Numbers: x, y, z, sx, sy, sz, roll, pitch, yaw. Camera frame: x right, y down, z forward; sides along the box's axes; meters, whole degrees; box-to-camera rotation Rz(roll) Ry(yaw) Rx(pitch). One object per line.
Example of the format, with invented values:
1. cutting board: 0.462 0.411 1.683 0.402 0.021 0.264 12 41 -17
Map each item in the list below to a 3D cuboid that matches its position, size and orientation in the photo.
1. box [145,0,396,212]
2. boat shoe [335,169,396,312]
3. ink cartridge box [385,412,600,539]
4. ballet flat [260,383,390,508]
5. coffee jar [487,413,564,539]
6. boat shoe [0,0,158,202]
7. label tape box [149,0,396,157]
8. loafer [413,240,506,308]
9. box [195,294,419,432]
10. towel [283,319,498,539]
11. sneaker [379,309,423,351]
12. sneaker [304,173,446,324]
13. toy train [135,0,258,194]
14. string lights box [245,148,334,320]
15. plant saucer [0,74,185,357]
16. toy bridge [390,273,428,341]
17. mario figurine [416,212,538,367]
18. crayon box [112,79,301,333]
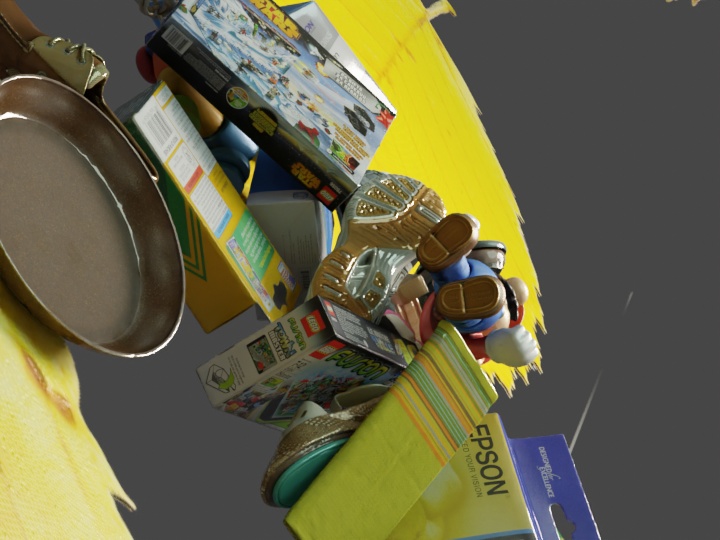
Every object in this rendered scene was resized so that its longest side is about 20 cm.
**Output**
1. box: -0.069 -0.152 1.829 0.200 0.040 0.137 42 31 -9
2. boat shoe: 0.006 0.011 1.996 0.062 0.072 0.202 6 81 -63
3. ink cartridge box: 0.082 0.194 1.713 0.198 0.198 0.047 -107 -170 -47
4. ballet flat: -0.013 0.123 1.688 0.199 0.071 0.065 -13 47 -45
5. coffee jar: 0.118 0.219 1.996 0.201 0.085 0.104 59 11 -1
6. boat shoe: -0.208 -0.127 1.582 0.201 0.074 0.076 58 14 -5
7. label tape box: -0.081 -0.186 2.009 0.200 0.143 0.066 53 56 -28
8. loafer: 0.070 0.031 2.034 0.071 0.200 0.063 4 69 -32
9. box: -0.032 0.078 1.710 0.035 0.110 0.200 65 15 21
10. towel: 0.022 0.134 1.662 0.018 0.200 0.086 13 -35 48
11. sneaker: 0.029 0.134 1.824 0.074 0.087 0.201 158 -85 -83
12. sneaker: 0.000 0.000 1.812 0.075 0.088 0.200 33 44 6
13. toy train: -0.150 -0.156 1.861 0.200 0.084 0.116 49 30 -37
14. string lights box: -0.056 -0.045 1.905 0.200 0.058 0.103 -85 171 -68
15. plant saucer: -0.189 -0.031 1.472 0.200 0.032 0.201 42 33 -34
16. toy bridge: 0.074 0.094 1.886 0.201 0.027 0.067 61 -15 -12
17. mario figurine: 0.098 0.013 1.764 0.200 0.105 0.124 65 38 -75
18. crayon box: -0.126 -0.037 1.737 0.201 0.051 0.126 56 14 -11
